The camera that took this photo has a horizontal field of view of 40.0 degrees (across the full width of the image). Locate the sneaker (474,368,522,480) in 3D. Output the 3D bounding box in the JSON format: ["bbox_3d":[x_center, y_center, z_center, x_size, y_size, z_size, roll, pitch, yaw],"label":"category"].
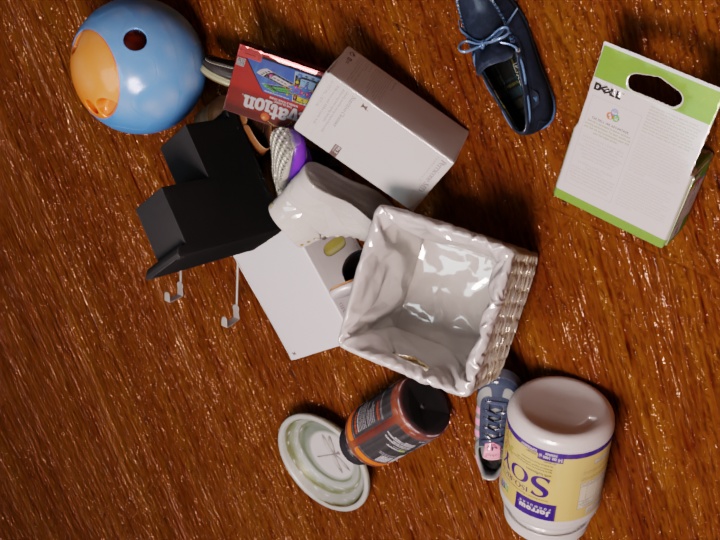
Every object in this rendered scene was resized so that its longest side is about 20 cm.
[{"bbox_3d":[0.197,0.224,1.418,0.070,0.082,0.200,5,136,14],"label":"sneaker"}]

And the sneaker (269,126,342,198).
[{"bbox_3d":[-0.075,-0.151,1.421,0.200,0.099,0.070,104,153,-67],"label":"sneaker"}]

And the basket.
[{"bbox_3d":[0.107,0.038,1.296,0.198,0.161,0.201,20,96,25],"label":"basket"}]

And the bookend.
[{"bbox_3d":[-0.238,-0.112,1.395,0.092,0.200,0.199,-29,84,44],"label":"bookend"}]

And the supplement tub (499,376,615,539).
[{"bbox_3d":[0.267,0.264,1.368,0.145,0.145,0.201,21,127,29],"label":"supplement tub"}]

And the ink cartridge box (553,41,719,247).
[{"bbox_3d":[0.323,-0.149,1.119,0.148,0.076,0.201,30,130,23],"label":"ink cartridge box"}]

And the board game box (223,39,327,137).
[{"bbox_3d":[-0.082,-0.238,1.368,0.199,0.019,0.103,18,124,-5],"label":"board game box"}]

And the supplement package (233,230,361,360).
[{"bbox_3d":[-0.075,0.015,1.526,0.155,0.111,0.200,-20,102,45],"label":"supplement package"}]

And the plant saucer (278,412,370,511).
[{"bbox_3d":[-0.055,0.329,1.746,0.200,0.050,0.201,20,126,30],"label":"plant saucer"}]

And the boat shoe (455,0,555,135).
[{"bbox_3d":[0.172,-0.257,1.182,0.084,0.069,0.200,-30,94,46],"label":"boat shoe"}]

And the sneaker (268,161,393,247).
[{"bbox_3d":[-0.033,-0.070,1.408,0.200,0.074,0.116,29,131,-28],"label":"sneaker"}]

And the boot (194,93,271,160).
[{"bbox_3d":[-0.177,-0.172,1.507,0.154,0.074,0.201,-7,110,52],"label":"boot"}]

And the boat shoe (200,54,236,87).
[{"bbox_3d":[-0.133,-0.285,1.419,0.199,0.073,0.065,17,113,11],"label":"boat shoe"}]

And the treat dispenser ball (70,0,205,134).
[{"bbox_3d":[-0.331,-0.305,1.478,0.200,0.201,0.202,20,127,29],"label":"treat dispenser ball"}]

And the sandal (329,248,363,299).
[{"bbox_3d":[0.007,-0.003,1.401,0.079,0.207,0.059,-21,87,19],"label":"sandal"}]

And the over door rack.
[{"bbox_3d":[-0.247,-0.024,1.665,0.147,0.067,0.201,19,106,31],"label":"over door rack"}]

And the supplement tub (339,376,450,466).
[{"bbox_3d":[0.046,0.246,1.570,0.107,0.107,0.200,53,136,1],"label":"supplement tub"}]

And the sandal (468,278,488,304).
[{"bbox_3d":[0.099,0.033,1.416,0.202,0.050,0.083,-18,71,39],"label":"sandal"}]

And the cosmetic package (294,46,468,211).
[{"bbox_3d":[0.028,-0.185,1.303,0.200,0.081,0.113,34,134,-3],"label":"cosmetic package"}]
